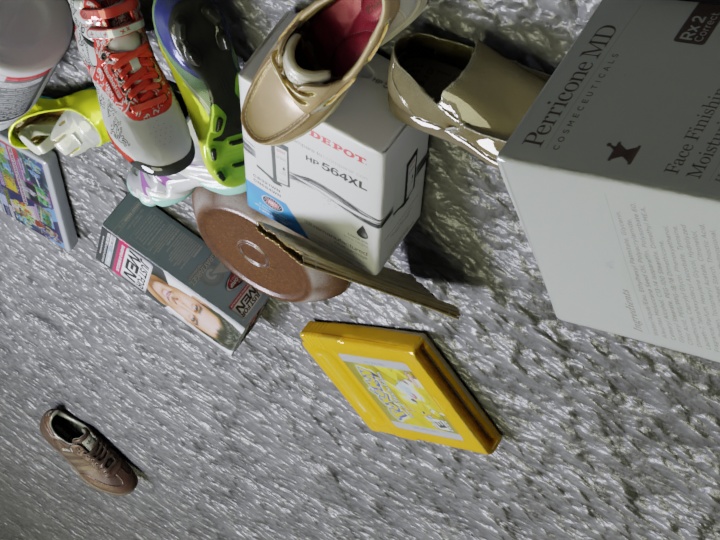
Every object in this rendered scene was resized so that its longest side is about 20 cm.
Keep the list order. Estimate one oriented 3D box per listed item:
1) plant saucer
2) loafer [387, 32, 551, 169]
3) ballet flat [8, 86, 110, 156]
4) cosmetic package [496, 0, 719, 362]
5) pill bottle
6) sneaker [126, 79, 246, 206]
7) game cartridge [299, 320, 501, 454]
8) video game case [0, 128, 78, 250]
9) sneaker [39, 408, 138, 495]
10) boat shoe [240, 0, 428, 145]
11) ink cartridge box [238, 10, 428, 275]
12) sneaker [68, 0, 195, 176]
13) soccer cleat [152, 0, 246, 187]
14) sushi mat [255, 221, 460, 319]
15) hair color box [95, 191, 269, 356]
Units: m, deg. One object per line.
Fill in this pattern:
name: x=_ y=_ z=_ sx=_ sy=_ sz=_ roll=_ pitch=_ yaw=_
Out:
plant saucer: x=-0.103 y=-0.028 z=1.564 sx=0.200 sy=0.037 sz=0.201 roll=29 pitch=154 yaw=16
loafer: x=0.095 y=-0.126 z=1.108 sx=0.199 sy=0.076 sz=0.068 roll=18 pitch=155 yaw=33
ballet flat: x=-0.310 y=-0.150 z=1.576 sx=0.199 sy=0.067 sz=0.067 roll=5 pitch=140 yaw=47
cosmetic package: x=0.226 y=-0.056 z=0.959 sx=0.199 sy=0.165 sz=0.165 roll=15 pitch=147 yaw=35
pill bottle: x=-0.362 y=-0.214 z=1.481 sx=0.114 sy=0.114 sz=0.200 roll=40 pitch=154 yaw=-9
sneaker: x=-0.186 y=-0.138 z=1.447 sx=0.199 sy=0.078 sz=0.140 roll=-8 pitch=130 yaw=43
game cartridge: x=0.039 y=0.129 z=1.654 sx=0.199 sy=0.032 sz=0.177 roll=3 pitch=138 yaw=48
video game case: x=-0.435 y=-0.123 z=1.831 sx=0.182 sy=0.023 sz=0.200 roll=30 pitch=152 yaw=14
sneaker: x=-0.463 y=0.309 z=2.531 sx=0.200 sy=0.071 sz=0.076 roll=36 pitch=153 yaw=0
boat shoe: x=-0.034 y=-0.162 z=1.120 sx=0.074 sy=0.069 sz=0.200 roll=49 pitch=123 yaw=5
ink cartridge box: x=-0.023 y=-0.105 z=1.277 sx=0.146 sy=0.084 sz=0.200 roll=29 pitch=155 yaw=15
sneaker: x=-0.208 y=-0.183 z=1.321 sx=0.108 sy=0.067 sz=0.202 roll=90 pitch=155 yaw=-54
soccer cleat: x=-0.135 y=-0.166 z=1.329 sx=0.084 sy=0.064 sz=0.201 roll=45 pitch=157 yaw=49
sushi mat: x=0.000 y=0.000 z=1.373 sx=0.199 sy=0.012 sz=0.096 roll=19 pitch=-170 yaw=-39
hair color box: x=-0.205 y=0.004 z=1.714 sx=0.200 sy=0.061 sz=0.099 roll=35 pitch=154 yaw=1
